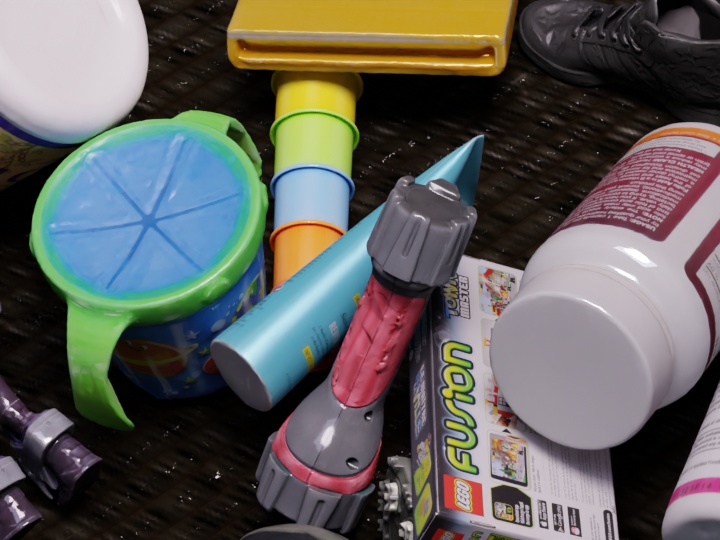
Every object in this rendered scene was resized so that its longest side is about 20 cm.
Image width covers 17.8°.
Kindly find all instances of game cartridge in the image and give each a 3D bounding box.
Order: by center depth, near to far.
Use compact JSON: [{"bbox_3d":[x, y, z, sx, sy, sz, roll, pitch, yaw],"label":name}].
[{"bbox_3d":[0.018,-0.189,1.485,0.175,0.033,0.201,3,34,9],"label":"game cartridge"}]

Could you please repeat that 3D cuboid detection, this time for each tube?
[{"bbox_3d":[0.000,0.000,1.335,0.050,0.078,0.200,42,66,15],"label":"tube"}]

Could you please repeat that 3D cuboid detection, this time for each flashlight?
[{"bbox_3d":[0.003,0.049,1.269,0.068,0.201,0.068,3,31,-35],"label":"flashlight"}]

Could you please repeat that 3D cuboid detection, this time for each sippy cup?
[{"bbox_3d":[-0.111,0.003,1.349,0.177,0.131,0.140,-32,55,-12],"label":"sippy cup"}]

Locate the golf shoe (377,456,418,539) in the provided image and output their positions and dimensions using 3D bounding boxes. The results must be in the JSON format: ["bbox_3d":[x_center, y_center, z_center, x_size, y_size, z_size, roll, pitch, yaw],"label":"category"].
[{"bbox_3d":[0.071,0.186,1.252,0.087,0.077,0.201,-13,58,-23],"label":"golf shoe"}]

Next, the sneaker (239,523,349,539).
[{"bbox_3d":[-0.031,0.196,1.208,0.114,0.077,0.199,-4,28,-39],"label":"sneaker"}]

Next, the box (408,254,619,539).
[{"bbox_3d":[0.083,0.079,1.284,0.109,0.035,0.201,15,43,-14],"label":"box"}]

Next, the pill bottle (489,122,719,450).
[{"bbox_3d":[0.156,0.008,1.282,0.114,0.115,0.200,22,37,20],"label":"pill bottle"}]

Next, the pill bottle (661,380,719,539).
[{"bbox_3d":[0.249,0.081,1.261,0.113,0.114,0.201,17,60,18],"label":"pill bottle"}]

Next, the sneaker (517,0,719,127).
[{"bbox_3d":[0.185,-0.148,1.428,0.199,0.105,0.060,26,64,22],"label":"sneaker"}]

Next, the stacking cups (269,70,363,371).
[{"bbox_3d":[-0.034,-0.033,1.414,0.060,0.061,0.201,0,60,8],"label":"stacking cups"}]

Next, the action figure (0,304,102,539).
[{"bbox_3d":[-0.240,0.063,1.329,0.130,0.069,0.201,-33,83,-32],"label":"action figure"}]

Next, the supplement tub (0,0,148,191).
[{"bbox_3d":[-0.240,-0.118,1.395,0.199,0.145,0.146,-24,45,41],"label":"supplement tub"}]
